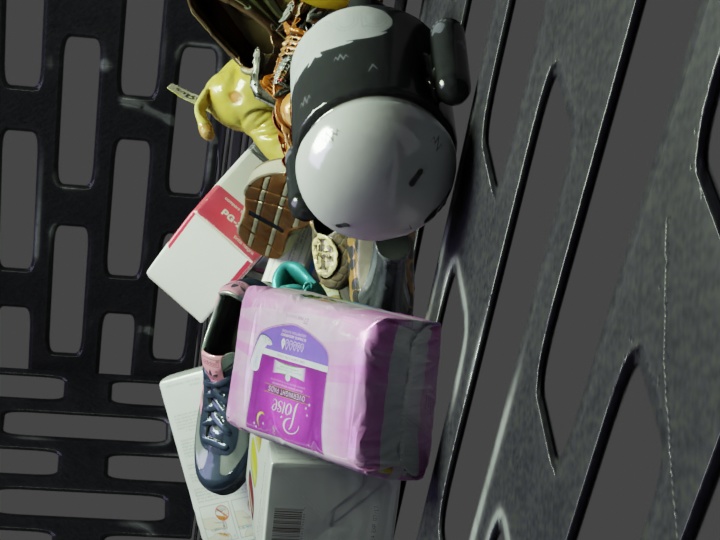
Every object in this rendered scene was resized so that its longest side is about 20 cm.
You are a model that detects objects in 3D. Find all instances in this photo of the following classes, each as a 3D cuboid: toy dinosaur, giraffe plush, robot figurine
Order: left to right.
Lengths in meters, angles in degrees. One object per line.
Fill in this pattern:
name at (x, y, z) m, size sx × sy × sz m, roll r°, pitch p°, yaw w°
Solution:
giraffe plush at (-0.067, -0.205, 1.732) m, size 0.173 × 0.198 × 0.163 m, roll -96°, pitch 29°, yaw -58°
toy dinosaur at (-0.031, -0.139, 1.563) m, size 0.102 × 0.134 × 0.202 m, roll -137°, pitch 52°, yaw -78°
robot figurine at (0.010, -0.114, 1.331) m, size 0.151 × 0.123 × 0.201 m, roll 98°, pitch 171°, yaw -45°

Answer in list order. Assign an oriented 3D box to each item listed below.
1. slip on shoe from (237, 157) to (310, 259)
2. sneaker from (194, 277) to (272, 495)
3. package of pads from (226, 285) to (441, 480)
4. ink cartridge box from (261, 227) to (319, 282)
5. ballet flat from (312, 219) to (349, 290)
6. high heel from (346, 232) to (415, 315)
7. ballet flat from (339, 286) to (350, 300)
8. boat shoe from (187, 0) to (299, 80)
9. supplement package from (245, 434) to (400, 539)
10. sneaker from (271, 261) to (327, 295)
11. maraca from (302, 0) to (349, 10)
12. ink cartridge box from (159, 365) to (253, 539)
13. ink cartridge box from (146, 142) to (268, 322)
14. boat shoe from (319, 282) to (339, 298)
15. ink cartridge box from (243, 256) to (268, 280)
slip on shoe at (-0.066, -0.070, 1.665) m, size 0.061 × 0.076 × 0.200 m, roll -59°, pitch -1°, yaw -22°
sneaker at (-0.126, 0.104, 1.630) m, size 0.082 × 0.070 × 0.202 m, roll 14°, pitch -94°, yaw -64°
package of pads at (-0.021, 0.083, 1.375) m, size 0.199 × 0.075 × 0.122 m, roll 11°, pitch 93°, yaw 54°
ink cartridge box at (-0.063, 0.050, 1.824) m, size 0.176 × 0.044 × 0.202 m, roll 41°, pitch -113°, yaw -70°
ballet flat at (-0.019, -0.085, 1.486) m, size 0.067 × 0.046 × 0.202 m, roll 9°, pitch 92°, yaw 47°
high heel at (0.015, -0.048, 1.458) m, size 0.143 × 0.071 × 0.202 m, roll 97°, pitch 174°, yaw -55°
ballet flat at (0.000, 0.000, 1.578) m, size 0.200 × 0.046 × 0.068 m, roll -121°, pitch 24°, yaw -69°
boat shoe at (-0.083, -0.192, 1.614) m, size 0.075 × 0.202 × 0.075 m, roll -36°, pitch 13°, yaw 40°
supplement package at (-0.036, 0.175, 1.536) m, size 0.200 × 0.108 × 0.115 m, roll -110°, pitch 26°, yaw -70°
sneaker at (-0.051, 0.053, 1.556) m, size 0.200 × 0.077 × 0.080 m, roll -114°, pitch -1°, yaw -68°
maraca at (-0.021, -0.279, 1.525) m, size 0.199 × 0.107 × 0.137 m, roll 2°, pitch 45°, yaw 50°
ink cartridge box at (-0.091, 0.179, 1.701) m, size 0.047 × 0.159 × 0.202 m, roll -21°, pitch -85°, yaw -65°
ink cartridge box at (-0.118, -0.063, 1.882) m, size 0.200 × 0.084 × 0.145 m, roll -52°, pitch 4°, yaw -39°
boat shoe at (-0.039, 0.112, 1.727) m, size 0.063 × 0.072 × 0.202 m, roll -97°, pitch 21°, yaw -71°
ink cartridge box at (-0.099, 0.063, 1.930) m, size 0.200 × 0.067 × 0.118 m, roll -53°, pitch -27°, yaw -63°
